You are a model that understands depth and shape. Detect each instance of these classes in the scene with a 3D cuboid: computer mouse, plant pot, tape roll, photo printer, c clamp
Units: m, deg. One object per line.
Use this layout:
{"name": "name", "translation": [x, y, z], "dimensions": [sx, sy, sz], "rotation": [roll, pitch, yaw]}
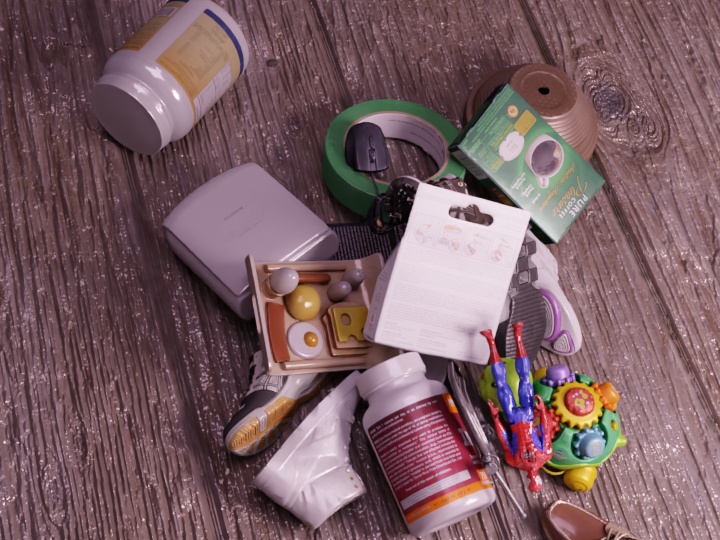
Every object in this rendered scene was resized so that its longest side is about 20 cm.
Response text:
{"name": "computer mouse", "translation": [0.018, -0.128, 1.775], "dimensions": [0.058, 0.034, 0.201], "rotation": [-3, 50, -12]}
{"name": "plant pot", "translation": [0.252, -0.231, 1.929], "dimensions": [0.200, 0.093, 0.202], "rotation": [4, 57, -6]}
{"name": "tape roll", "translation": [0.047, -0.153, 1.856], "dimensions": [0.199, 0.048, 0.201], "rotation": [5, 48, -5]}
{"name": "photo printer", "translation": [-0.150, -0.048, 1.738], "dimensions": [0.166, 0.070, 0.200], "rotation": [-36, 55, -17]}
{"name": "c clamp", "translation": [0.141, 0.193, 1.613], "dimensions": [0.027, 0.200, 0.171], "rotation": [-28, 101, 6]}

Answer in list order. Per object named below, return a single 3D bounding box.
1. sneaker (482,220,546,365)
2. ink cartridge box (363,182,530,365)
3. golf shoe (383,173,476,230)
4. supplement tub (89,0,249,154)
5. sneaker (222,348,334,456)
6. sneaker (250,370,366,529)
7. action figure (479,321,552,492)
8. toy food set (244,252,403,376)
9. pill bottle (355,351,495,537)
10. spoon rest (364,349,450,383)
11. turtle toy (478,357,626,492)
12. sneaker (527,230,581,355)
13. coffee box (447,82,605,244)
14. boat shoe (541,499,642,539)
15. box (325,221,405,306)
{"name": "sneaker", "translation": [0.185, 0.032, 1.732], "dimensions": [0.074, 0.088, 0.201], "rotation": [-9, 99, -38]}
{"name": "ink cartridge box", "translation": [0.106, 0.005, 1.640], "dimensions": [0.162, 0.057, 0.201], "rotation": [13, 93, -23]}
{"name": "golf shoe", "translation": [0.091, -0.091, 1.735], "dimensions": [0.077, 0.200, 0.095], "rotation": [-1, 68, 27]}
{"name": "supplement tub", "translation": [-0.262, -0.268, 1.839], "dimensions": [0.144, 0.145, 0.200], "rotation": [31, 59, 11]}
{"name": "sneaker", "translation": [-0.115, 0.147, 1.654], "dimensions": [0.087, 0.076, 0.200], "rotation": [32, 49, 18]}
{"name": "sneaker", "translation": [-0.030, 0.222, 1.623], "dimensions": [0.115, 0.074, 0.200], "rotation": [40, 59, 3]}
{"name": "action figure", "translation": [0.188, 0.165, 1.601], "dimensions": [0.065, 0.052, 0.201], "rotation": [-13, 86, 6]}
{"name": "toy food set", "translation": [-0.043, 0.048, 1.637], "dimensions": [0.199, 0.060, 0.144], "rotation": [-1, 72, -35]}
{"name": "pill bottle", "translation": [0.072, 0.205, 1.598], "dimensions": [0.113, 0.113, 0.201], "rotation": [-19, 74, -20]}
{"name": "spoon rest", "translation": [0.088, 0.102, 1.714], "dimensions": [0.099, 0.061, 0.200], "rotation": [40, 60, 16]}
{"name": "turtle toy", "translation": [0.239, 0.174, 1.668], "dimensions": [0.199, 0.101, 0.146], "rotation": [21, 57, 4]}
{"name": "sneaker", "translation": [0.244, 0.017, 1.783], "dimensions": [0.099, 0.075, 0.201], "rotation": [-17, 72, -45]}
{"name": "coffee box", "translation": [0.228, -0.144, 1.838], "dimensions": [0.200, 0.044, 0.123], "rotation": [41, 74, -12]}
{"name": "boat shoe", "translation": [0.307, 0.336, 1.596], "dimensions": [0.200, 0.072, 0.076], "rotation": [34, 59, 12]}
{"name": "box", "translation": [0.000, 0.000, 1.769], "dimensions": [0.199, 0.036, 0.143], "rotation": [-3, 51, -9]}
